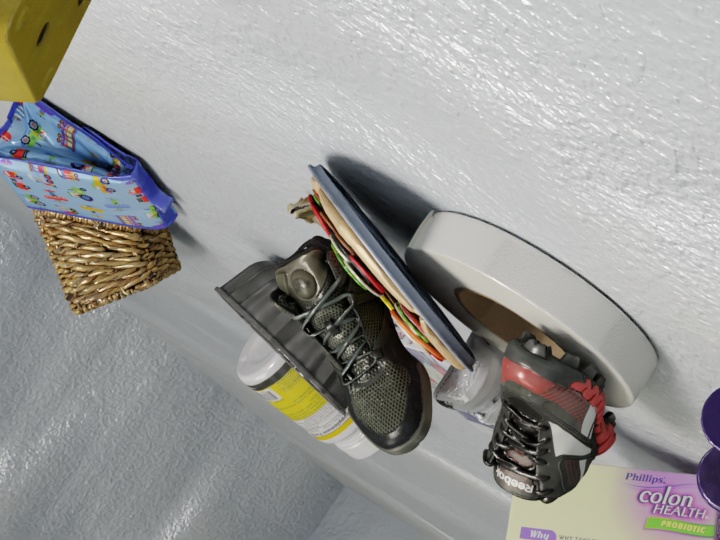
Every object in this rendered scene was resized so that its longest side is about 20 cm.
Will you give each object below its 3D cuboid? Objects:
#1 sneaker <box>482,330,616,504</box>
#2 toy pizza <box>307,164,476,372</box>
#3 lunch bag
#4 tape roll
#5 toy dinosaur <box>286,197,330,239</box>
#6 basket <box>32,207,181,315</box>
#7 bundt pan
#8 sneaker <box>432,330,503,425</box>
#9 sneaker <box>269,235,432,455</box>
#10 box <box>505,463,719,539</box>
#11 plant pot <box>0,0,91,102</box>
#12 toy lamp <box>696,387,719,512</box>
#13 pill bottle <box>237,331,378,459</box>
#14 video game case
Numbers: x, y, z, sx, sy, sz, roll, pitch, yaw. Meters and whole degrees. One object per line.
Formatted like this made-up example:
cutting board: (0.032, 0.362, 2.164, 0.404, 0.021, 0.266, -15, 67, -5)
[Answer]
sneaker: (0.131, 0.114, 1.096, 0.071, 0.098, 0.200, 31, 168, 26)
toy pizza: (0.017, 0.003, 1.155, 0.200, 0.032, 0.200, 51, -177, -4)
lunch bag: (-0.306, -0.106, 1.743, 0.200, 0.094, 0.151, 22, 163, 17)
tape roll: (0.122, 0.030, 1.116, 0.203, 0.037, 0.203, 33, 170, 7)
toy dinosaur: (0.000, 0.000, 1.363, 0.101, 0.058, 0.200, 46, 170, 38)
basket: (-0.315, -0.041, 1.928, 0.200, 0.143, 0.149, -126, 15, -86)
bundt pan: (-0.064, 0.064, 1.677, 0.202, 0.076, 0.202, 45, 175, 5)
sneaker: (0.129, 0.103, 1.280, 0.115, 0.075, 0.200, 32, -178, 6)
sneaker: (-0.013, 0.053, 1.197, 0.114, 0.076, 0.199, 28, -145, -47)
box: (0.215, 0.274, 1.303, 0.176, 0.200, 0.097, 3, 159, 20)
plant pot: (-0.236, -0.202, 0.844, 0.176, 0.200, 0.200, 24, 169, 1)
toy lamp: (0.265, 0.132, 1.074, 0.058, 0.058, 0.200, 31, 166, 23)
pill bottle: (-0.050, 0.149, 1.951, 0.200, 0.114, 0.114, 40, 168, -24)
video game case: (0.109, 0.125, 1.605, 0.200, 0.023, 0.182, 40, 168, -23)
